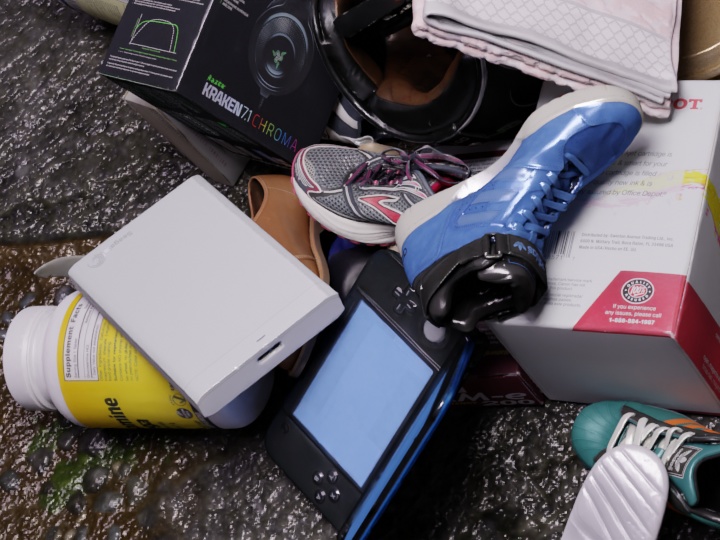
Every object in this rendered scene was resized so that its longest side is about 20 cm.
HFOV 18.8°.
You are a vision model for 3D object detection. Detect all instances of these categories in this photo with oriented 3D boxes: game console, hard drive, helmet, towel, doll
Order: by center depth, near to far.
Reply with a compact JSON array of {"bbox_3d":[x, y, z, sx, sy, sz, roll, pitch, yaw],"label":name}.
[{"bbox_3d":[0.135,-0.210,1.530,0.199,0.032,0.191,17,49,-12],"label":"towel"},{"bbox_3d":[-0.005,0.109,1.558,0.171,0.118,0.200,44,116,28],"label":"game console"},{"bbox_3d":[-0.119,0.015,1.637,0.132,0.026,0.200,-38,45,-13],"label":"hard drive"},{"bbox_3d":[0.077,-0.202,1.648,0.200,0.201,0.191,12,32,31],"label":"helmet"},{"bbox_3d":[0.000,0.000,1.689,0.136,0.048,0.201,-31,46,51],"label":"doll"}]

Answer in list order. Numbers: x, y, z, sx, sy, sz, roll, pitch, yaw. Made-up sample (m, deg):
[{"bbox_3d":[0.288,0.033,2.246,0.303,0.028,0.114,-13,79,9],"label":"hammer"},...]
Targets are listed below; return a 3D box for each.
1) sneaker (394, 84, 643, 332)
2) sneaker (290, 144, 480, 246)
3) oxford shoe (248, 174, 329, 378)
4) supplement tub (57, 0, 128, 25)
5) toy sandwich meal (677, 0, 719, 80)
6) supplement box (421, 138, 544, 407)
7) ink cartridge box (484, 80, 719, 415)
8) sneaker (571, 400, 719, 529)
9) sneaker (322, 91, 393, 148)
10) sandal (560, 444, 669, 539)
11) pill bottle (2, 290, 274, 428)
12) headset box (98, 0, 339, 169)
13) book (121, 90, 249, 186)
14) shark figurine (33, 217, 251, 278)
[{"bbox_3d":[0.117,-0.034,1.466,0.200,0.077,0.111,-33,45,17],"label":"sneaker"},{"bbox_3d":[0.038,-0.062,1.614,0.200,0.075,0.081,17,53,27],"label":"sneaker"},{"bbox_3d":[-0.065,0.003,1.688,0.200,0.071,0.071,-95,27,-46],"label":"oxford shoe"},{"bbox_3d":[-0.168,-0.273,1.877,0.200,0.145,0.145,22,75,33],"label":"supplement tub"},{"bbox_3d":[0.245,-0.214,1.693,0.205,0.070,0.206,-10,62,18],"label":"toy sandwich meal"},{"bbox_3d":[0.092,0.002,1.652,0.109,0.061,0.201,-4,62,26],"label":"supplement box"},{"bbox_3d":[0.198,-0.019,1.559,0.145,0.145,0.201,4,66,29],"label":"ink cartridge box"},{"bbox_3d":[0.226,0.133,1.502,0.200,0.080,0.072,22,80,33],"label":"sneaker"},{"bbox_3d":[0.029,-0.183,1.772,0.129,0.079,0.199,32,81,34],"label":"sneaker"},{"bbox_3d":[0.165,0.219,1.493,0.079,0.059,0.207,27,96,23],"label":"sandal"},{"bbox_3d":[-0.177,0.069,1.717,0.199,0.112,0.113,-2,63,26],"label":"pill bottle"},{"bbox_3d":[-0.084,-0.204,1.699,0.093,0.174,0.200,16,80,40],"label":"headset box"},{"bbox_3d":[-0.098,-0.187,1.803,0.048,0.134,0.200,20,75,37],"label":"book"},{"bbox_3d":[-0.152,-0.029,1.775,0.214,0.090,0.128,2,64,25],"label":"shark figurine"}]
